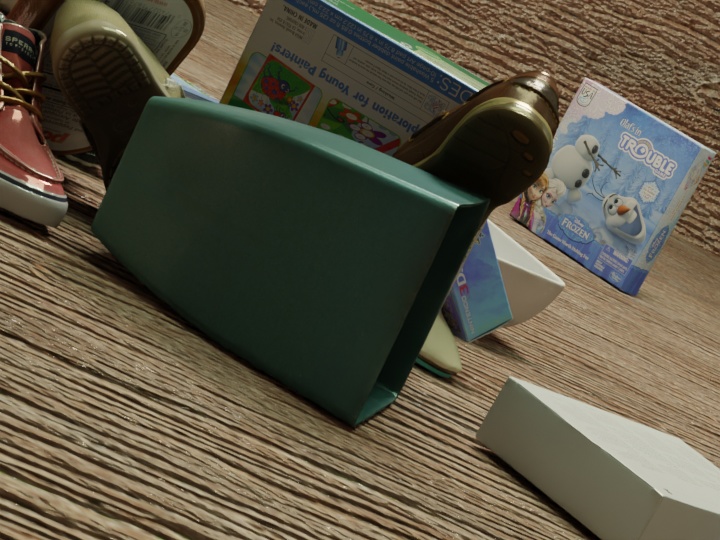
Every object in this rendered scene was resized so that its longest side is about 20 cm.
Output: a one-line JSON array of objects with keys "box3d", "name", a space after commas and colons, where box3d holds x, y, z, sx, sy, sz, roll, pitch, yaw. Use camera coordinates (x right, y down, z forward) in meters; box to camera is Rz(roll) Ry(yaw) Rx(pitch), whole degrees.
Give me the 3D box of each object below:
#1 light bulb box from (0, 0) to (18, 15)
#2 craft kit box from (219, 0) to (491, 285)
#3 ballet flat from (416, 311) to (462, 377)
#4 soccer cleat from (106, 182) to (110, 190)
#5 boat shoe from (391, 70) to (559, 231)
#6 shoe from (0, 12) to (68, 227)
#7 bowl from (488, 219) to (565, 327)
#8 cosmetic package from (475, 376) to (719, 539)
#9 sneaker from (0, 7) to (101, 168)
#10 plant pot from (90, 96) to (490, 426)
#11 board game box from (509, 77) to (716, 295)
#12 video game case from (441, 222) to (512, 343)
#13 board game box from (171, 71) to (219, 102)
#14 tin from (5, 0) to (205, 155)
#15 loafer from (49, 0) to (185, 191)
[{"box3d": [-0.198, -0.264, 1.664, 0.124, 0.201, 0.198, 24, -10, 35], "name": "light bulb box"}, {"box3d": [-0.008, -0.068, 1.582, 0.199, 0.198, 0.048, 32, 17, 12], "name": "craft kit box"}, {"box3d": [0.000, 0.000, 1.669, 0.199, 0.070, 0.069, 32, 9, 16], "name": "ballet flat"}, {"box3d": [-0.071, -0.010, 1.505, 0.199, 0.067, 0.077, 29, 12, -23], "name": "soccer cleat"}, {"box3d": [0.059, -0.062, 1.494, 0.072, 0.200, 0.068, 42, 46, -13], "name": "boat shoe"}, {"box3d": [-0.224, -0.105, 1.437, 0.071, 0.091, 0.200, 22, 11, -41], "name": "shoe"}, {"box3d": [0.049, -0.024, 1.925, 0.200, 0.075, 0.200, 20, 17, -48], "name": "bowl"}, {"box3d": [0.189, 0.144, 1.504, 0.200, 0.052, 0.151, 22, 10, -45], "name": "cosmetic package"}, {"box3d": [-0.250, -0.138, 1.660, 0.200, 0.074, 0.079, 33, -3, -21], "name": "sneaker"}, {"box3d": [-0.048, -0.020, 1.407, 0.199, 0.142, 0.141, 26, 8, 9], "name": "plant pot"}, {"box3d": [0.306, -0.105, 2.868, 0.200, 0.200, 0.043, 35, 10, 37], "name": "board game box"}, {"box3d": [0.027, -0.065, 1.702, 0.181, 0.045, 0.201, 28, -41, 59], "name": "video game case"}, {"box3d": [-0.237, -0.167, 1.872, 0.200, 0.062, 0.200, 34, 8, 25], "name": "board game box"}, {"box3d": [-0.179, -0.146, 1.540, 0.112, 0.200, 0.042, 18, 48, -28], "name": "tin"}, {"box3d": [-0.146, -0.105, 1.512, 0.200, 0.075, 0.069, 70, 3, -51], "name": "loafer"}]
